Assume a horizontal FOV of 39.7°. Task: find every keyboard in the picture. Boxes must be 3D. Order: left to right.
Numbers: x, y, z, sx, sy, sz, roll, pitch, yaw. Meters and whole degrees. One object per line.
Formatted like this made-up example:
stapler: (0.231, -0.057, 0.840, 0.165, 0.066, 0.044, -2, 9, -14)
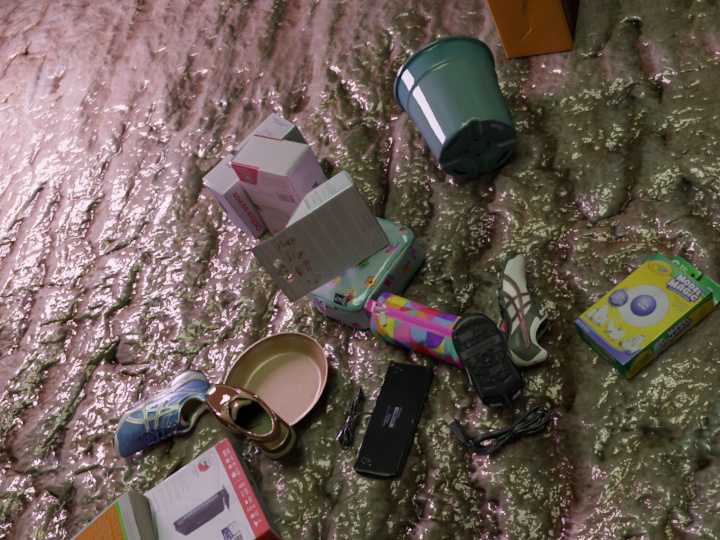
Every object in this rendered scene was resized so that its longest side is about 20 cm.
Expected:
keyboard: (0.033, 0.232, 1.577, 0.127, 0.021, 0.200, 6, 56, 25)

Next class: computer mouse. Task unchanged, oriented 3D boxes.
computer mouse: (0.177, 0.173, 1.488, 0.140, 0.046, 0.200, -32, 81, 2)

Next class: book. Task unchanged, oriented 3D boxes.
book: (-0.404, 0.459, 1.565, 0.200, 0.048, 0.134, -39, 48, 16)

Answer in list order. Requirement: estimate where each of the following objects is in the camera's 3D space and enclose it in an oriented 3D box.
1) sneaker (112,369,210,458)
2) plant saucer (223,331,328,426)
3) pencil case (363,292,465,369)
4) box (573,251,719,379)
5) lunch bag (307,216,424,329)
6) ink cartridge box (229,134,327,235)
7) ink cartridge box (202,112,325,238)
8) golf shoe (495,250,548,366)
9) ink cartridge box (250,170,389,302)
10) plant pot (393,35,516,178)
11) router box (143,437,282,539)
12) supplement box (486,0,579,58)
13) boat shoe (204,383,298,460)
sneaker: (-0.339, 0.254, 1.713, 0.200, 0.076, 0.077, -40, 42, -6)
plant saucer: (-0.139, 0.197, 1.684, 0.200, 0.035, 0.201, -15, 48, 17)
pencil case: (0.103, 0.096, 1.608, 0.200, 0.088, 0.089, 16, 62, 35)
box: (0.434, 0.058, 1.491, 0.200, 0.048, 0.117, -37, 46, -7)
lunch bag: (0.000, 0.000, 1.744, 0.160, 0.077, 0.200, 23, 67, 39)
ink cartridge box: (-0.130, -0.144, 1.848, 0.146, 0.200, 0.083, 15, 58, 36)
ink cartridge box: (-0.187, -0.183, 1.947, 0.200, 0.147, 0.083, -45, 47, -11)
golf shoe: (0.255, 0.062, 1.570, 0.088, 0.077, 0.201, -1, 62, 18)
ink cartridge box: (-0.070, -0.052, 1.659, 0.200, 0.160, 0.047, -31, 46, 2)
plant pot: (0.183, -0.287, 1.818, 0.200, 0.200, 0.196, -24, 54, 8)
router box: (-0.239, 0.392, 1.566, 0.179, 0.049, 0.200, -35, 46, -2)
supplement box: (0.339, -0.561, 1.946, 0.132, 0.197, 0.200, -2, 53, 26)
boat shoe: (-0.182, 0.229, 1.604, 0.200, 0.074, 0.076, 24, 67, 39)
